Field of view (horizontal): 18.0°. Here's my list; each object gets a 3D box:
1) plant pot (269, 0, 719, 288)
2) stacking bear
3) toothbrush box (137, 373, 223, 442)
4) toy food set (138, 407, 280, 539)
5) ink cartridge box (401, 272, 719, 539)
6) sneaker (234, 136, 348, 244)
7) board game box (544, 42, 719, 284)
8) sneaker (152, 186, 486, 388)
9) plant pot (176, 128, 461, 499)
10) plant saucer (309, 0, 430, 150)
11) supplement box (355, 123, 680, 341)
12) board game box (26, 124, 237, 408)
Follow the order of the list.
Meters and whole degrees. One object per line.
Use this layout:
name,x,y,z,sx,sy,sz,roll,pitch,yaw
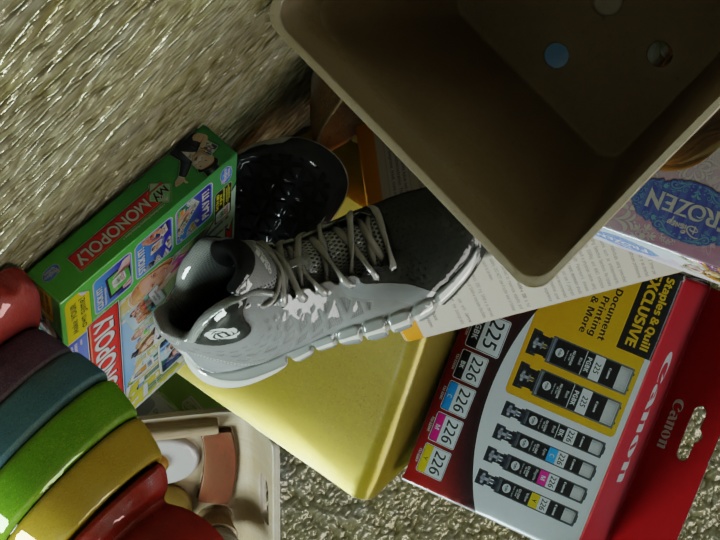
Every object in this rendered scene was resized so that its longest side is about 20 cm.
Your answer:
plant pot,0.109,-0.137,1.183,0.200,0.200,0.177,-46,172,18
stacking bear,-0.148,0.113,1.180,0.121,0.200,0.114,-44,174,-2
toothbrush box,-0.143,0.097,1.683,0.146,0.086,0.200,-47,175,29
toy food set,-0.155,0.171,1.569,0.199,0.060,0.144,-6,134,-7
ink cartridge box,0.150,0.081,1.510,0.084,0.175,0.200,10,101,-69
sneaker,-0.064,-0.036,1.416,0.200,0.072,0.083,-37,-177,46
board game box,0.168,-0.112,1.303,0.200,0.200,0.041,-67,160,-9
sneaker,-0.027,0.001,1.281,0.200,0.075,0.115,-29,155,10
plant pot,0.000,0.000,1.554,0.200,0.200,0.177,-37,157,-54
plant saucer,0.032,-0.154,1.379,0.200,0.035,0.200,-45,174,-6
supplement box,0.106,-0.047,1.379,0.200,0.126,0.074,-14,143,10
board game box,-0.128,0.017,1.303,0.135,0.029,0.200,-43,162,-23
